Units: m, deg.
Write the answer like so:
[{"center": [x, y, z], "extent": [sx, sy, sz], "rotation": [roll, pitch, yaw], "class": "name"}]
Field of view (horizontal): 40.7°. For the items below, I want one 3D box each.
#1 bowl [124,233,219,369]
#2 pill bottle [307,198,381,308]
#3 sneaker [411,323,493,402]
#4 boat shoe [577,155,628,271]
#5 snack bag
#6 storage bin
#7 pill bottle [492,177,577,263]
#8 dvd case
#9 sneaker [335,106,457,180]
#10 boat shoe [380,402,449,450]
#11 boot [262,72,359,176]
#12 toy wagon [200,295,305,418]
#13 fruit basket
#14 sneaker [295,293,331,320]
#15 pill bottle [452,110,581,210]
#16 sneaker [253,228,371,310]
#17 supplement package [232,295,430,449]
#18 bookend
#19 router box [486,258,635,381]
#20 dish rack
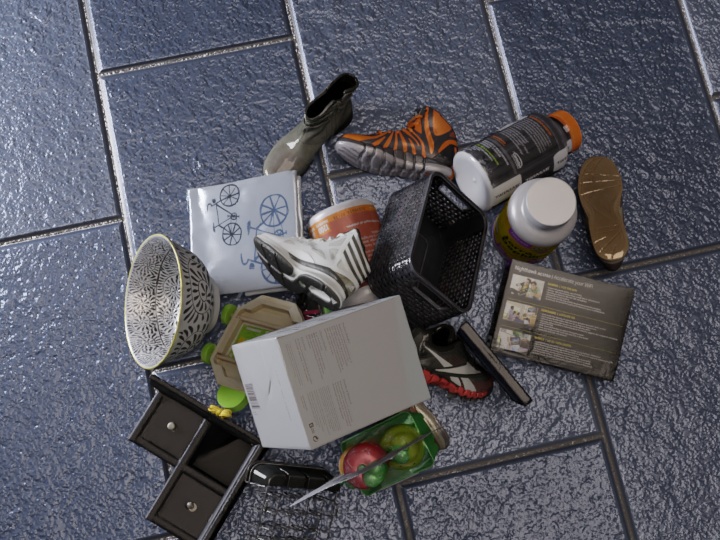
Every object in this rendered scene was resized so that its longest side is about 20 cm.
[{"center": [-0.271, 0.049, 1.455], "extent": [0.094, 0.201, 0.201], "rotation": [5, 75, -35], "class": "bowl"}, {"center": [0.000, 0.000, 1.493], "extent": [0.112, 0.112, 0.200], "rotation": [-19, 79, -7], "class": "pill bottle"}, {"center": [0.135, 0.134, 1.447], "extent": [0.200, 0.071, 0.098], "rotation": [21, 101, -35], "class": "sneaker"}, {"center": [0.388, -0.090, 1.556], "extent": [0.072, 0.065, 0.200], "rotation": [-6, 59, 5], "class": "boat shoe"}, {"center": [-0.182, -0.050, 1.515], "extent": [0.200, 0.021, 0.189], "rotation": [-8, 79, 18], "class": "snack bag"}, {"center": [0.103, -0.030, 1.457], "extent": [0.135, 0.094, 0.200], "rotation": [39, 49, -27], "class": "storage bin"}, {"center": [0.267, -0.077, 1.477], "extent": [0.104, 0.200, 0.105], "rotation": [0, 77, -2], "class": "pill bottle"}, {"center": [0.194, 0.137, 1.429], "extent": [0.018, 0.200, 0.143], "rotation": [-40, 82, 0], "class": "dvd case"}, {"center": [0.062, -0.213, 1.569], "extent": [0.200, 0.078, 0.112], "rotation": [13, 73, -11], "class": "sneaker"}, {"center": [0.053, 0.201, 1.473], "extent": [0.072, 0.076, 0.200], "rotation": [-36, 80, -7], "class": "boat shoe"}, {"center": [-0.084, -0.225, 1.528], "extent": [0.068, 0.131, 0.200], "rotation": [41, 79, 7], "class": "boot"}, {"center": [-0.162, 0.131, 1.437], "extent": [0.155, 0.040, 0.200], "rotation": [13, 65, 29], "class": "toy wagon"}, {"center": [0.021, 0.274, 1.359], "extent": [0.185, 0.200, 0.094], "rotation": [-31, 87, 27], "class": "fruit basket"}, {"center": [-0.077, 0.073, 1.493], "extent": [0.084, 0.077, 0.200], "rotation": [-20, 72, 2], "class": "sneaker"}, {"center": [0.255, -0.183, 1.540], "extent": [0.200, 0.106, 0.106], "rotation": [-29, 81, -18], "class": "pill bottle"}, {"center": [-0.061, -0.022, 1.432], "extent": [0.115, 0.076, 0.200], "rotation": [-40, 48, -24], "class": "sneaker"}, {"center": [-0.041, 0.139, 1.333], "extent": [0.200, 0.151, 0.152], "rotation": [-18, 92, -31], "class": "supplement package"}, {"center": [-0.269, 0.290, 1.428], "extent": [0.200, 0.092, 0.199], "rotation": [31, 78, 5], "class": "bookend"}, {"center": [0.310, 0.077, 1.508], "extent": [0.200, 0.051, 0.150], "rotation": [14, 89, 0], "class": "router box"}, {"center": [-0.108, 0.383, 1.402], "extent": [0.153, 0.054, 0.201], "rotation": [16, 84, -40], "class": "dish rack"}]
